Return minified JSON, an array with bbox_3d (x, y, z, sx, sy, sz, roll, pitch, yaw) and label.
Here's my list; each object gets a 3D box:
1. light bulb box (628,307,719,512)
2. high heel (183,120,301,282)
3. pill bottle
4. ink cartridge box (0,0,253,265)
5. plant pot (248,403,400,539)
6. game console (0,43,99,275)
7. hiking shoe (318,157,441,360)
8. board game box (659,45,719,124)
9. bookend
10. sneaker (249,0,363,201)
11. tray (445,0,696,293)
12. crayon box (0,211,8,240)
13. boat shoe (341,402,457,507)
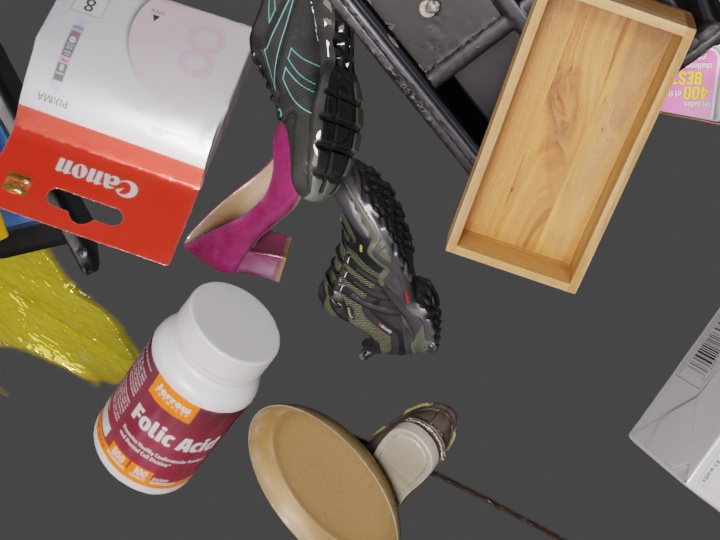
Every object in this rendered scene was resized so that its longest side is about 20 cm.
[{"bbox_3d":[0.365,0.127,0.835,0.199,0.125,0.199,36,94,-10],"label":"light bulb box"},{"bbox_3d":[-0.094,-0.078,0.893,0.094,0.068,0.202,16,134,-3],"label":"high heel"},{"bbox_3d":[-0.165,0.112,0.991,0.113,0.115,0.201,33,122,-9],"label":"pill bottle"},{"bbox_3d":[-0.186,-0.125,0.810,0.160,0.202,0.057,18,152,0],"label":"ink cartridge box"},{"bbox_3d":[-0.033,0.214,1.032,0.198,0.027,0.203,27,134,32],"label":"plant pot"},{"bbox_3d":[-0.324,-0.087,0.910,0.115,0.176,0.202,-26,116,-6],"label":"game console"},{"bbox_3d":[0.000,0.000,0.910,0.099,0.076,0.202,-16,117,17],"label":"hiking shoe"},{"bbox_3d":[0.213,-0.218,0.751,0.150,0.041,0.203,11,122,6],"label":"board game box"},{"bbox_3d":[0.110,-0.192,0.711,0.199,0.093,0.199,-33,109,27],"label":"bookend"},{"bbox_3d":[-0.042,-0.154,0.804,0.078,0.075,0.204,2,88,24],"label":"sneaker"},{"bbox_3d":[0.134,-0.088,0.691,0.097,0.037,0.202,18,122,0],"label":"tray"},{"bbox_3d":[-0.377,-0.089,0.899,0.198,0.051,0.127,21,132,38],"label":"crayon box"},{"bbox_3d":[0.031,0.189,1.018,0.072,0.059,0.200,46,141,7],"label":"boat shoe"}]
